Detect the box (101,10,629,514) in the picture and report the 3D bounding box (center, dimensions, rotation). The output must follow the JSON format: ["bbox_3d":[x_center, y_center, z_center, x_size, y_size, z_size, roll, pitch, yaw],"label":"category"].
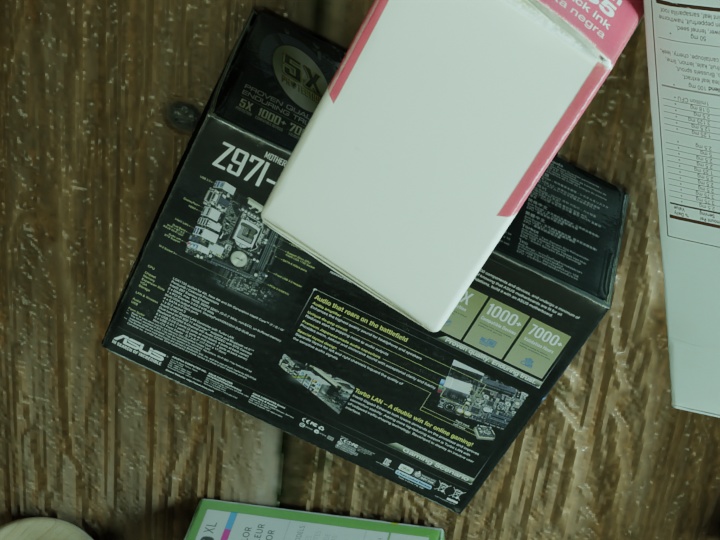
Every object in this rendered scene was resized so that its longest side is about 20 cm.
[{"bbox_3d":[0.000,0.000,0.919,0.198,0.086,0.164,25,132,-5],"label":"box"}]

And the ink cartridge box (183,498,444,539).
[{"bbox_3d":[-0.050,0.192,1.114,0.198,0.060,0.105,4,130,13],"label":"ink cartridge box"}]

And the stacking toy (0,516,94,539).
[{"bbox_3d":[-0.194,0.243,1.191,0.084,0.086,0.201,12,135,6],"label":"stacking toy"}]

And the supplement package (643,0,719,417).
[{"bbox_3d":[0.204,-0.070,0.715,0.146,0.192,0.201,10,132,25],"label":"supplement package"}]

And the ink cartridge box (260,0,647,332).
[{"bbox_3d":[0.059,-0.097,0.736,0.082,0.200,0.147,32,132,2],"label":"ink cartridge box"}]
